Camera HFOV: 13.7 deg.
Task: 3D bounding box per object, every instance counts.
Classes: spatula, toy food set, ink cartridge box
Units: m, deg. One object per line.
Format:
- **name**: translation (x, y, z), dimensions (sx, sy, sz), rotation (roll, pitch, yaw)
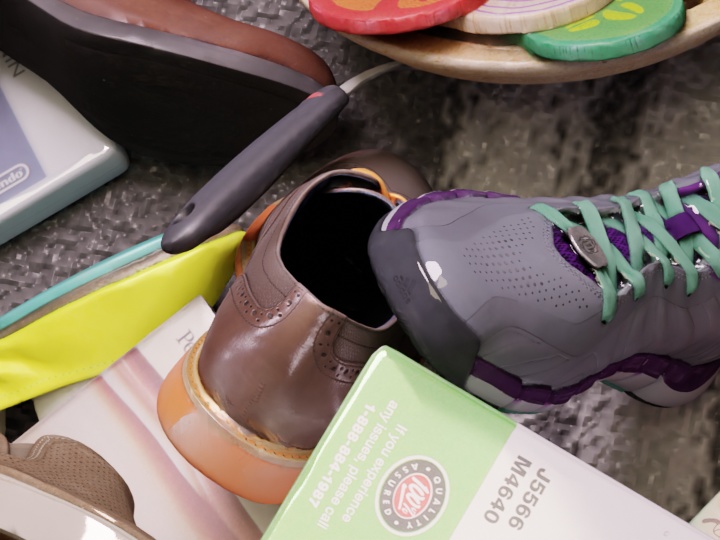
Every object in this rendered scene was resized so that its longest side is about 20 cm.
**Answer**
- **spatula**: translation (0.005, -0.059, 0.985), dimensions (0.200, 0.056, 0.021), rotation (-36, 102, -33)
- **toy food set**: translation (0.061, -0.130, 0.992), dimensions (0.197, 0.049, 0.200), rotation (-24, 44, -15)
- **ink cartridge box**: translation (0.054, 0.137, 0.832), dimensions (0.199, 0.084, 0.146), rotation (29, 76, 8)

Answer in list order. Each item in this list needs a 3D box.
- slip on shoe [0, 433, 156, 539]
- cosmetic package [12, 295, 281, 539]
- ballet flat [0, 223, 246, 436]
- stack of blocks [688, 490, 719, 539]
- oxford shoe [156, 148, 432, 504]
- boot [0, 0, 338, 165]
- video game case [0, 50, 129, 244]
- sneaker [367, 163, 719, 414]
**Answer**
- **slip on shoe**: translation (-0.090, 0.074, 0.849), dimensions (0.061, 0.200, 0.076), rotation (-43, 105, -22)
- **cosmetic package**: translation (-0.091, 0.116, 0.963), dimensions (0.200, 0.087, 0.103), rotation (-40, 66, -2)
- **ballet flat**: translation (-0.120, 0.044, 1.016), dimensions (0.199, 0.067, 0.067), rotation (-21, 89, 9)
- **stack of blocks**: translation (0.207, 0.113, 0.907), dimensions (0.115, 0.059, 0.200), rotation (-45, 67, -4)
- **oxford shoe**: translation (0.000, 0.000, 0.935), dimensions (0.071, 0.200, 0.073), rotation (33, 116, -4)
- **boot**: translation (-0.076, -0.142, 1.071), dimensions (0.187, 0.069, 0.201), rotation (12, 58, 11)
- **video game case**: translation (-0.207, -0.062, 1.089), dimensions (0.199, 0.023, 0.183), rotation (-30, 67, 2)
- **sneaker**: translation (0.078, -0.009, 0.898), dimensions (0.087, 0.200, 0.075), rotation (-38, 72, 23)
